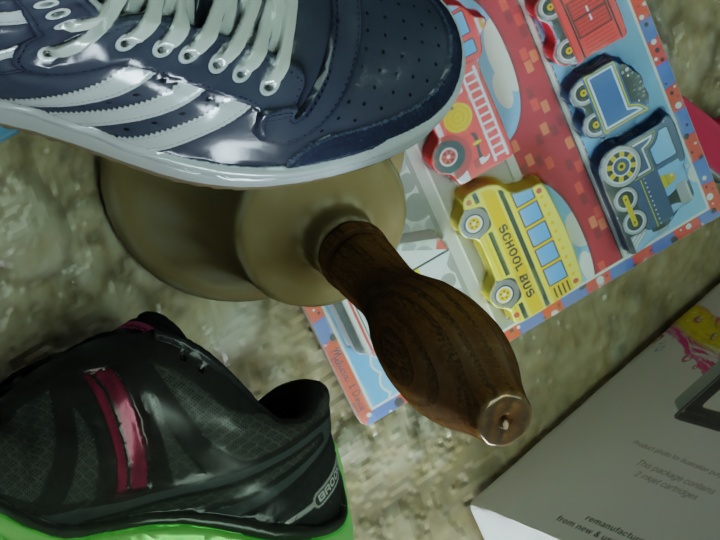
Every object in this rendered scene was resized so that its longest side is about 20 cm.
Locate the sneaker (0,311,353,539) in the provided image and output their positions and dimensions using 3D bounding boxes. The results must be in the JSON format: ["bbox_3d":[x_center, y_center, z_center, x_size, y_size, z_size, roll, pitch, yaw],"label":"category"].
[{"bbox_3d":[-0.087,0.053,0.851,0.199,0.076,0.084,12,77,-43],"label":"sneaker"}]

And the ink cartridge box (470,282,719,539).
[{"bbox_3d":[0.176,0.097,1.010,0.200,0.146,0.147,-38,122,-24],"label":"ink cartridge box"}]

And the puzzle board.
[{"bbox_3d":[0.028,-0.061,0.908,0.150,0.017,0.201,-31,120,-9],"label":"puzzle board"}]

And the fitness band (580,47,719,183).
[{"bbox_3d":[0.120,-0.118,0.984,0.200,0.037,0.144,36,76,-39],"label":"fitness band"}]

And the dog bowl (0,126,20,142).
[{"bbox_3d":[-0.106,-0.063,0.775,0.199,0.111,0.050,-32,104,-28],"label":"dog bowl"}]

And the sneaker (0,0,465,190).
[{"bbox_3d":[-0.050,-0.073,0.683,0.199,0.108,0.071,8,72,-22],"label":"sneaker"}]

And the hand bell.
[{"bbox_3d":[0.000,0.000,0.798,0.103,0.200,0.105,-9,116,-18],"label":"hand bell"}]
